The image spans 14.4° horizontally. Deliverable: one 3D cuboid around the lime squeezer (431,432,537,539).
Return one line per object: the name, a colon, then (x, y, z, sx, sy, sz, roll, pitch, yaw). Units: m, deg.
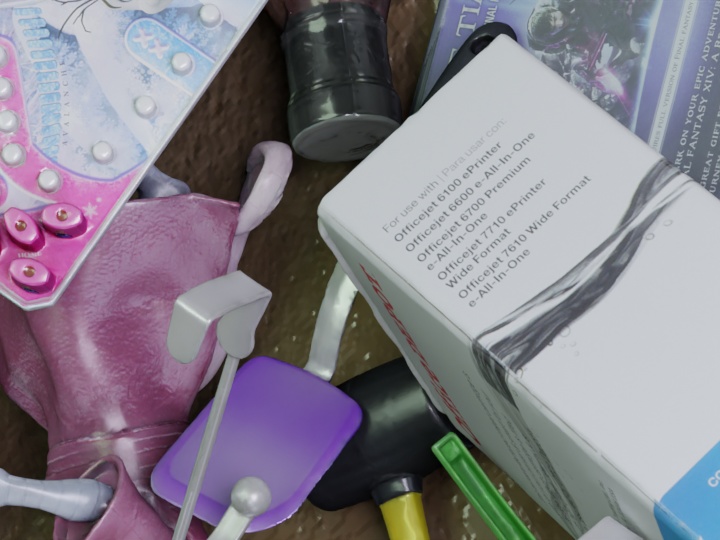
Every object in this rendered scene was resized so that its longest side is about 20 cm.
lime squeezer: (0.088, 0.130, 0.882, 0.038, 0.071, 0.200, -46, 53, -1)

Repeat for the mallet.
mallet: (0.018, 0.129, 0.957, 0.066, 0.041, 0.201, -18, 71, 29)

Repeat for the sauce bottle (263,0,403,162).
sauce bottle: (-0.017, -0.138, 1.039, 0.066, 0.066, 0.201, -19, 69, 30)

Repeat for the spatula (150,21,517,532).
spatula: (0.000, 0.000, 0.970, 0.056, 0.021, 0.201, 25, 81, 33)

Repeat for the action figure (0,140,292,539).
action figure: (-0.083, 0.068, 1.028, 0.148, 0.134, 0.201, -11, 80, -13)

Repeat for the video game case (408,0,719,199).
video game case: (0.110, -0.081, 0.959, 0.199, 0.019, 0.144, 11, 83, 38)

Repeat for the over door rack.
over door rack: (0.007, 0.102, 0.863, 0.147, 0.067, 0.201, 33, 138, 19)

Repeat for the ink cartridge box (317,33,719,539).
ink cartridge box: (0.095, 0.043, 0.846, 0.084, 0.145, 0.200, -43, 54, -7)

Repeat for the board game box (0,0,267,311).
board game box: (-0.134, -0.122, 0.980, 0.199, 0.026, 0.201, 34, 81, 3)
